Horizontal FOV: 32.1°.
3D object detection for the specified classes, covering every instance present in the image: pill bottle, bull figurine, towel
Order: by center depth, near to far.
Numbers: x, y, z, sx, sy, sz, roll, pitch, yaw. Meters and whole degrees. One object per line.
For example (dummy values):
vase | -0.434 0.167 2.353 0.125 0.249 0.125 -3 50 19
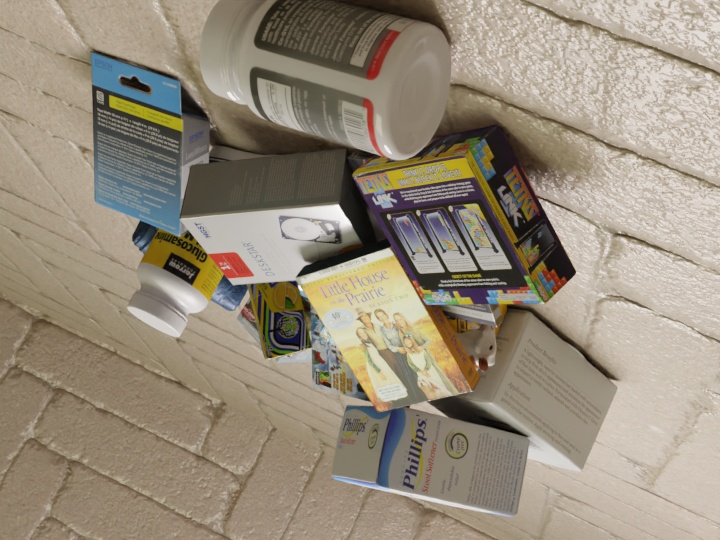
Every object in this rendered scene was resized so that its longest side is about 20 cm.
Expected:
pill bottle | -0.032 -0.174 1.067 0.198 0.115 0.114 20 163 28
bull figurine | 0.071 0.100 1.500 0.121 0.065 0.199 45 130 -12
pill bottle | -0.243 -0.015 1.753 0.111 0.202 0.113 24 164 7
towel | -0.239 -0.033 1.855 0.199 0.113 0.048 38 152 -30

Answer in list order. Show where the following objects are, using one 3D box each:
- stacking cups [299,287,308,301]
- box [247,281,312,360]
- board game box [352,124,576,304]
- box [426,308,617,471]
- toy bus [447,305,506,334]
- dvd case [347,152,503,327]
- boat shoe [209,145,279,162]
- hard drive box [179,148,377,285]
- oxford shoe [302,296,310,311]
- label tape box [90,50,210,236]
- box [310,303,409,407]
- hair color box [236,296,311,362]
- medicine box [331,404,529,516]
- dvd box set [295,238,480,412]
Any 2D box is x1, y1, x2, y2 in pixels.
stacking cups | -0.073 0.010 1.699 0.198 0.061 0.060 26 168 -35
box | -0.115 0.009 1.599 0.063 0.204 0.070 -14 177 -7
board game box | 0.098 -0.048 1.230 0.199 0.057 0.167 -2 121 58
box | 0.195 0.151 1.661 0.198 0.132 0.199 37 163 -31
toy bus | 0.132 0.022 1.488 0.077 0.066 0.200 23 163 14
dvd case | 0.070 -0.033 1.361 0.147 0.016 0.202 12 133 44
boat shoe | -0.124 -0.102 1.527 0.198 0.069 0.072 16 161 36
hard drive box | -0.084 -0.059 1.447 0.197 0.078 0.156 -4 149 21
oxford shoe | -0.034 0.032 1.810 0.198 0.072 0.074 25 164 -29
label tape box | -0.256 -0.162 1.526 0.142 0.063 0.203 21 122 25
box | 0.005 0.082 1.586 0.135 0.040 0.202 14 132 14
hair color box | -0.084 0.081 1.854 0.099 0.061 0.199 43 -162 25
medicine box | 0.087 0.243 1.618 0.197 0.105 0.182 15 169 -18
dvd box set | 0.031 0.065 1.433 0.145 0.029 0.202 -16 114 35
